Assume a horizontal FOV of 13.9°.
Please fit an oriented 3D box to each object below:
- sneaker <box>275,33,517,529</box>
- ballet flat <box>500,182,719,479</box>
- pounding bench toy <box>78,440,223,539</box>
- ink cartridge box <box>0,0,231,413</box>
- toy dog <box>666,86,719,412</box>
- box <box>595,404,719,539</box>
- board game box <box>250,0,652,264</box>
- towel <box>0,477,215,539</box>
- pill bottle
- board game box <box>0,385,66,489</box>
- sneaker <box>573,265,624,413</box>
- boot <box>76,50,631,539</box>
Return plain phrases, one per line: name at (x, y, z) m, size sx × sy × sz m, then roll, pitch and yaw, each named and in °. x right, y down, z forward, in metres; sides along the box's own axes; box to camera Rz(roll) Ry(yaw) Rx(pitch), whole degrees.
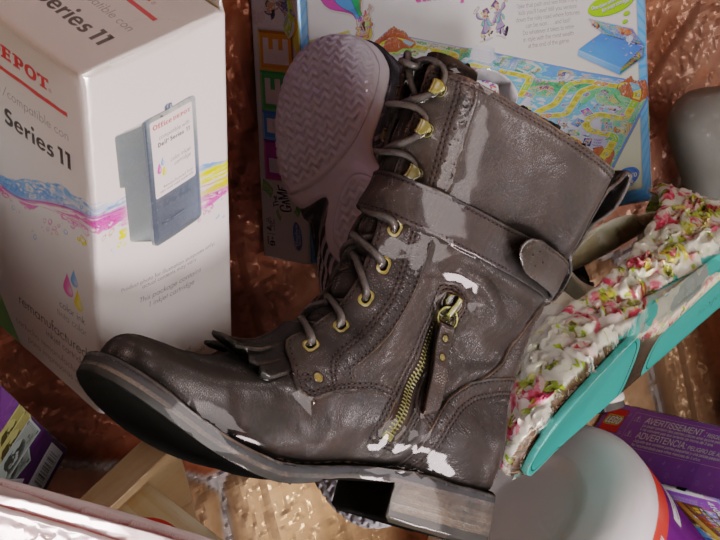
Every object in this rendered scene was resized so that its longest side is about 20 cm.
sneaker at (0.031, 0.004, 1.216) m, size 0.115 × 0.075 × 0.201 m, roll 1°, pitch 80°, yaw -39°
ballet flat at (0.100, 0.022, 1.280) m, size 0.200 × 0.064 × 0.076 m, roll -36°, pitch 158°, yaw -45°
pounding bench toy at (-0.098, 0.191, 1.145) m, size 0.200 × 0.156 × 0.124 m, roll -43°, pitch 151°, yaw -23°
ink cartridge box at (-0.108, -0.062, 1.087) m, size 0.067 × 0.117 × 0.200 m, roll -28°, pitch 137°, yaw -30°
toy dog at (0.215, 0.002, 1.401) m, size 0.096 × 0.132 × 0.200 m, roll -27°, pitch 131°, yaw -19°
box at (0.209, 0.141, 1.401) m, size 0.200 × 0.137 × 0.039 m, roll 45°, pitch 70°, yaw -34°
board game box at (0.043, -0.084, 1.300) m, size 0.200 × 0.034 × 0.135 m, roll -10°, pitch 103°, yaw -37°
towel at (-0.108, 0.176, 1.004) m, size 0.191 × 0.032 × 0.200 m, roll 19°, pitch 100°, yaw -27°
pill bottle at (0.121, 0.167, 1.346) m, size 0.113 × 0.112 × 0.200 m, roll -55°, pitch 129°, yaw -18°
board game box at (-0.184, 0.133, 1.120) m, size 0.200 × 0.032 × 0.120 m, roll -63°, pitch 164°, yaw -14°
sneaker at (0.024, 0.033, 1.293) m, size 0.200 × 0.076 × 0.088 m, roll -7°, pitch 85°, yaw -41°
boot at (0.000, 0.000, 1.110) m, size 0.200 × 0.069 × 0.175 m, roll 21°, pitch 83°, yaw -33°
